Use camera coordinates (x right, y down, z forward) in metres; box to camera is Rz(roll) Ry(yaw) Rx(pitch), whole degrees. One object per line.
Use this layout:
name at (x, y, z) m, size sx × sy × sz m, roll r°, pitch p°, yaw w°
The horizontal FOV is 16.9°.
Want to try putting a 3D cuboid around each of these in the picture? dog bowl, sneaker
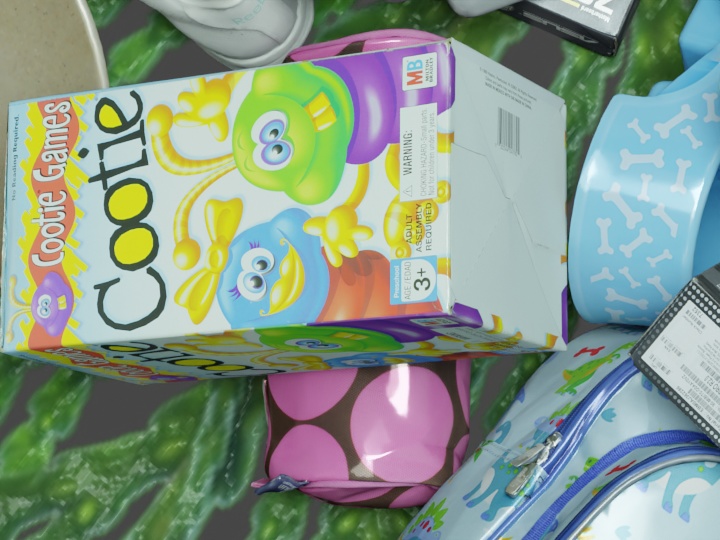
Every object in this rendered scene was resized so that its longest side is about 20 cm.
dog bowl at (0.149, -0.062, 0.996) m, size 0.049 × 0.112 × 0.201 m, roll 18°, pitch 63°, yaw 26°
sneaker at (-0.111, -0.160, 1.051) m, size 0.199 × 0.088 × 0.076 m, roll 30°, pitch 91°, yaw 16°

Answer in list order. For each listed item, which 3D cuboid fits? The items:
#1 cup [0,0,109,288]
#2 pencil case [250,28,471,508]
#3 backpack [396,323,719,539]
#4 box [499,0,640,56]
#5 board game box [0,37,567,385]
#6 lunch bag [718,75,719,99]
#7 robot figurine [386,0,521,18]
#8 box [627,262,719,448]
cup at (-0.225, -0.067, 1.015) m, size 0.143 × 0.200 × 0.201 m, roll -23°, pitch 82°, yaw 41°
pencil case at (0.000, 0.000, 1.039) m, size 0.093 × 0.091 × 0.201 m, roll -2°, pitch 81°, yaw 40°
backpack at (0.123, 0.129, 0.976) m, size 0.183 × 0.147 × 0.200 m, roll 40°, pitch 79°, yaw -14°
box at (0.055, -0.208, 1.070) m, size 0.199 × 0.049 × 0.162 m, roll 23°, pitch 85°, yaw 6°
board game box at (-0.030, -0.017, 0.949) m, size 0.199 × 0.105 × 0.104 m, roll -5°, pitch 78°, yaw 29°
lunch bag at (0.235, -0.043, 0.940) m, size 0.077 × 0.200 × 0.161 m, roll -33°, pitch 84°, yaw 39°
robot figurine at (0.046, -0.182, 0.988) m, size 0.199 × 0.113 × 0.170 m, roll -23°, pitch 126°, yaw 4°
box at (0.214, 0.068, 0.925) m, size 0.200 × 0.160 × 0.044 m, roll 44°, pitch 119°, yaw 13°
